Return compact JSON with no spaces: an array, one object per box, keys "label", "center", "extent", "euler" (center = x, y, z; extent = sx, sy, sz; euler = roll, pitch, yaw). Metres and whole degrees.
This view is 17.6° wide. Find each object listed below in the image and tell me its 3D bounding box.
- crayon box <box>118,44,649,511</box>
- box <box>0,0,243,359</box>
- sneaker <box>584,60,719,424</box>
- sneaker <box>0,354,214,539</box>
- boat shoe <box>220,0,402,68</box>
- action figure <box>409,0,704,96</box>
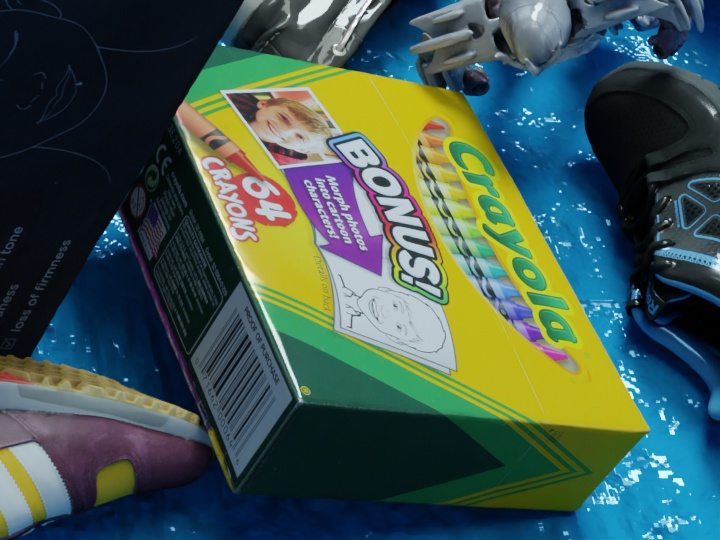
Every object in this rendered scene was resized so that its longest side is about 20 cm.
[{"label":"crayon box","center":[0.000,0.000,0.933],"extent":[0.172,0.058,0.201],"euler":[6,43,-36]},{"label":"box","center":[-0.182,-0.076,0.835],"extent":[0.196,0.200,0.124],"euler":[3,40,-46]},{"label":"sneaker","center":[0.148,-0.016,1.018],"extent":[0.081,0.073,0.200],"euler":[-14,52,-27]},{"label":"sneaker","center":[-0.144,0.077,0.838],"extent":[0.199,0.091,0.075],"euler":[11,2,-38]},{"label":"boat shoe","center":[0.014,-0.139,1.107],"extent":[0.057,0.067,0.200],"euler":[46,53,5]},{"label":"action figure","center":[0.093,-0.119,1.058],"extent":[0.129,0.070,0.200],"euler":[-3,17,14]}]
